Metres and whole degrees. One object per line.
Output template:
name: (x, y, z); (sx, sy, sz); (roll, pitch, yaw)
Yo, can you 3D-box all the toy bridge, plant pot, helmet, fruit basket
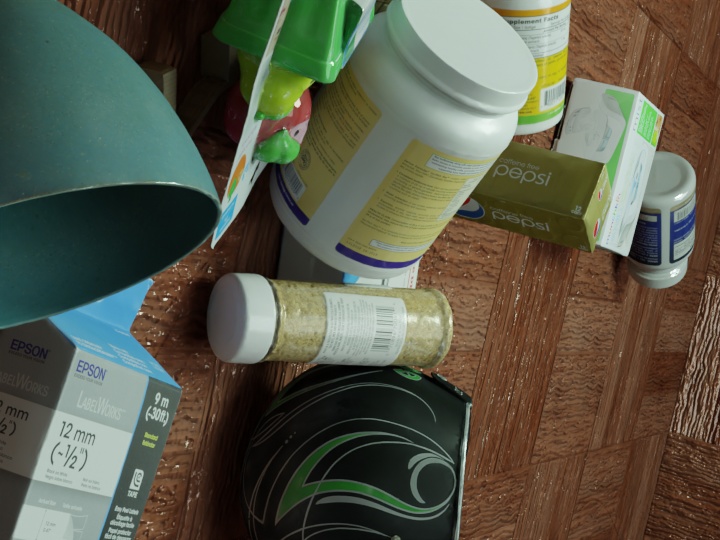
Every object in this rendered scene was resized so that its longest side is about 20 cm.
toy bridge: (-0.139, -0.106, 0.960); (0.200, 0.027, 0.068); (-39, 139, -54)
plant pot: (-0.183, -0.064, 0.725); (0.200, 0.198, 0.136); (12, 57, -66)
helmet: (-0.007, 0.173, 1.208); (0.200, 0.188, 0.203); (7, 90, -86)
fruit basket: (-0.047, -0.137, 0.997); (0.186, 0.093, 0.202); (-64, 169, -57)

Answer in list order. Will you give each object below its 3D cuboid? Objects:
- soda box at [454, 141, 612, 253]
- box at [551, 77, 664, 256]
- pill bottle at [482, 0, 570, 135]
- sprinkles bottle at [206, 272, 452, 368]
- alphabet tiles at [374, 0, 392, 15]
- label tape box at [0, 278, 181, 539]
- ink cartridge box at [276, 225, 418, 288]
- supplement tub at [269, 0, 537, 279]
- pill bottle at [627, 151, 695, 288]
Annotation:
soda box: (0.138, -0.082, 1.376); (0.065, 0.198, 0.068); (-66, 155, -20)
box: (0.314, -0.133, 1.873); (0.176, 0.096, 0.203); (12, 93, -69)
pill bottle: (0.154, -0.248, 1.431); (0.111, 0.110, 0.202); (-43, 140, -51)
sprinkles bottle: (-0.022, 0.042, 1.138); (0.198, 0.068, 0.069); (5, 100, -33)
alphabet tiles: (0.035, -0.254, 1.058); (0.165, 0.008, 0.201); (10, 133, -33)
label tape box: (-0.181, 0.090, 0.928); (0.143, 0.065, 0.202); (36, 72, -65)
ink cartridge box: (0.000, 0.000, 1.278); (0.199, 0.066, 0.118); (-17, 117, -63)
supplement tub: (0.032, -0.108, 1.108); (0.201, 0.145, 0.145); (-53, 171, 35)
pill bottle: (0.455, -0.074, 2.194); (0.116, 0.114, 0.201); (-58, 151, -35)
